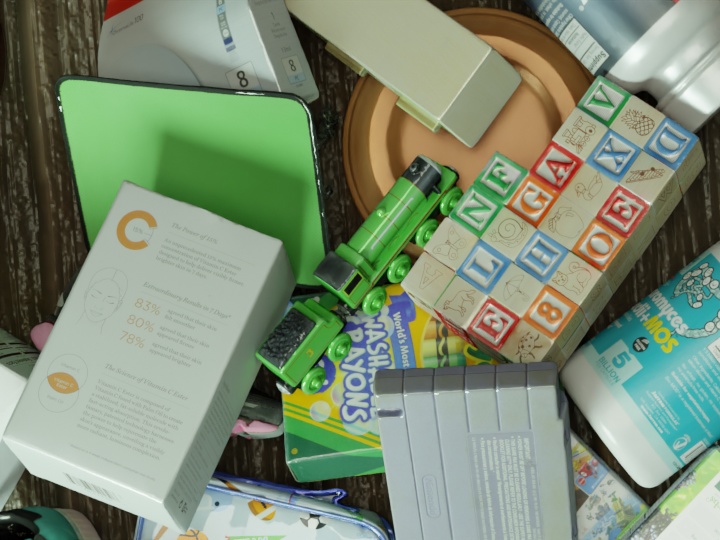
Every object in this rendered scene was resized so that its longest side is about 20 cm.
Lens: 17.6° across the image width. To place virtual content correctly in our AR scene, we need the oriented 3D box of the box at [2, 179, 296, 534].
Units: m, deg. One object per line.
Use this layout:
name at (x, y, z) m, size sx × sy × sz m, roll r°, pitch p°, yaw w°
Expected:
box at (-0.142, 0.060, 1.600) m, size 0.124 × 0.098 × 0.201 m, roll 21°, pitch 74°, yaw 12°

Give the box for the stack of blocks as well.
stack of blocks at (0.134, -0.033, 1.606) m, size 0.115 × 0.059 × 0.200 m, roll 35°, pitch 85°, yaw 20°

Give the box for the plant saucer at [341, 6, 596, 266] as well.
plant saucer at (0.083, -0.092, 1.677) m, size 0.199 × 0.037 × 0.201 m, roll 0°, pitch 89°, yaw 6°

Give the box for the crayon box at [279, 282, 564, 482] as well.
crayon box at (0.044, 0.073, 1.652) m, size 0.199 × 0.052 × 0.126 m, roll -7°, pitch 67°, yaw 5°

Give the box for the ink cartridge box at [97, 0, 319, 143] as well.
ink cartridge box at (-0.132, -0.185, 1.653) m, size 0.160 × 0.047 × 0.201 m, roll -21°, pitch 91°, yaw 39°

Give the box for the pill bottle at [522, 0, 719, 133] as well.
pill bottle at (0.192, -0.194, 1.626) m, size 0.120 × 0.120 × 0.200 m, roll -44°, pitch 86°, yaw 4°

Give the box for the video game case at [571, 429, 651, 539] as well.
video game case at (0.165, 0.227, 1.674) m, size 0.200 × 0.018 × 0.143 m, roll 45°, pitch 94°, yaw 5°

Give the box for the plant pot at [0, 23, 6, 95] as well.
plant pot at (-0.368, -0.157, 1.643) m, size 0.186 × 0.200 × 0.188 m, roll 0°, pitch 90°, yaw 6°

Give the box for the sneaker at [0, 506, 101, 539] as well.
sneaker at (-0.203, 0.232, 1.629) m, size 0.200 × 0.080 × 0.072 m, roll 37°, pitch 111°, yaw 46°

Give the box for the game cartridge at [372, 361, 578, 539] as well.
game cartridge at (0.083, 0.144, 1.601) m, size 0.129 × 0.038 × 0.201 m, roll -6°, pitch 130°, yaw 3°

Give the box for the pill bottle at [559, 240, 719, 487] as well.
pill bottle at (0.245, 0.053, 1.621) m, size 0.200 × 0.111 × 0.111 m, roll -38°, pitch 86°, yaw 4°

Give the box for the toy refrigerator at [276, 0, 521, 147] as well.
toy refrigerator at (0.011, -0.171, 1.636) m, size 0.200 × 0.076 × 0.070 m, roll 37°, pitch 92°, yaw 23°

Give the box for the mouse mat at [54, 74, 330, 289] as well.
mouse mat at (-0.118, -0.062, 1.649) m, size 0.199 × 0.008 × 0.162 m, roll 7°, pitch 125°, yaw 20°

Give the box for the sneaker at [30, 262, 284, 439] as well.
sneaker at (-0.136, 0.055, 1.686) m, size 0.199 × 0.079 × 0.096 m, roll 24°, pitch 80°, yaw 4°

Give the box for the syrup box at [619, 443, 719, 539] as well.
syrup box at (0.208, 0.219, 1.620) m, size 0.079 × 0.081 × 0.200 m, roll 44°, pitch 92°, yaw 6°

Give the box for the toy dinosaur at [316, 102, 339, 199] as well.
toy dinosaur at (-0.062, -0.077, 1.688) m, size 0.088 × 0.047 × 0.201 m, roll -4°, pitch 90°, yaw 23°

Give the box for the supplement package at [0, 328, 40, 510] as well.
supplement package at (-0.345, 0.107, 1.663) m, size 0.199 × 0.147 × 0.192 m, roll 31°, pitch 92°, yaw 5°

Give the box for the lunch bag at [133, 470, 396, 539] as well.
lunch bag at (-0.069, 0.226, 1.672) m, size 0.199 × 0.076 × 0.161 m, roll 13°, pitch 88°, yaw 7°

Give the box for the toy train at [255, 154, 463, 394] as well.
toy train at (0.000, 0.000, 1.620) m, size 0.042 × 0.056 × 0.200 m, roll 32°, pitch 81°, yaw 35°
